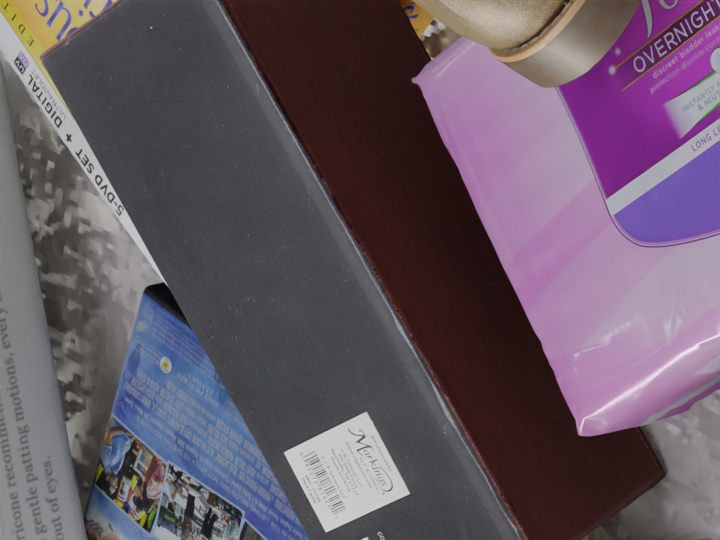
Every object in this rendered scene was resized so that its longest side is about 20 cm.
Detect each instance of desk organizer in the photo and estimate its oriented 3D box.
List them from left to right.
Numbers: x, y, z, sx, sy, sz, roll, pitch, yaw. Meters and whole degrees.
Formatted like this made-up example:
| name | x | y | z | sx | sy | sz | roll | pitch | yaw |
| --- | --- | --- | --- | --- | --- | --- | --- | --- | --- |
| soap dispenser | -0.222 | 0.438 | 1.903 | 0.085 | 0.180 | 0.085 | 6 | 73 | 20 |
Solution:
| name | x | y | z | sx | sy | sz | roll | pitch | yaw |
| --- | --- | --- | --- | --- | --- | --- | --- | --- | --- |
| desk organizer | 0.000 | 0.000 | 0.874 | 0.072 | 0.077 | 0.200 | -30 | 89 | 40 |

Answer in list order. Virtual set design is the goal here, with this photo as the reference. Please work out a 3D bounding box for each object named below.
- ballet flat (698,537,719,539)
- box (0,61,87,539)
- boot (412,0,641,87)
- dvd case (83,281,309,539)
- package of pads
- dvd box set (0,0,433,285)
| name | x | y | z | sx | sy | sz | roll | pitch | yaw |
| --- | --- | --- | --- | --- | --- | --- | --- | --- | --- |
| ballet flat | 0.161 | 0.137 | 0.788 | 0.200 | 0.076 | 0.064 | 50 | 124 | 11 |
| box | -0.225 | 0.041 | 1.044 | 0.200 | 0.171 | 0.200 | -4 | 97 | 52 |
| boot | 0.059 | -0.152 | 0.756 | 0.074 | 0.075 | 0.201 | -4 | 61 | 63 |
| dvd case | -0.045 | 0.123 | 1.012 | 0.143 | 0.018 | 0.201 | 35 | 121 | 32 |
| package of pads | 0.110 | -0.052 | 0.782 | 0.200 | 0.076 | 0.121 | -38 | 74 | 42 |
| dvd box set | -0.042 | -0.108 | 0.946 | 0.147 | 0.029 | 0.200 | 54 | 130 | 20 |
